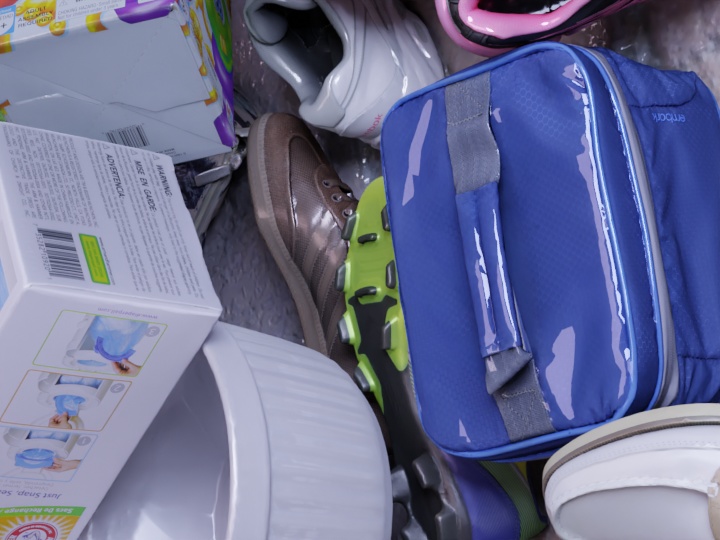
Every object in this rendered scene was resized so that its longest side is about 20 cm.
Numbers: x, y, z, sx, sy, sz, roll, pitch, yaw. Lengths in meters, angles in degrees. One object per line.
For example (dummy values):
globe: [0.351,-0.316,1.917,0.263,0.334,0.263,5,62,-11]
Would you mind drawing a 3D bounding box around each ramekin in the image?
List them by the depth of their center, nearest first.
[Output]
ramekin: [-0.070,0.123,0.919,0.200,0.104,0.202,-21,65,53]

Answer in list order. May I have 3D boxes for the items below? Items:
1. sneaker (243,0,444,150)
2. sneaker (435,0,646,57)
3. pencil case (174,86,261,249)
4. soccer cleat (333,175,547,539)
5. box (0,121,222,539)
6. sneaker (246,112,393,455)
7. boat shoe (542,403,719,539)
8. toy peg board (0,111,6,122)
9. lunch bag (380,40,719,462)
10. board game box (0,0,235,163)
sneaker: [-0.027,-0.159,0.991,0.078,0.099,0.201,-42,61,34]
sneaker: [0.123,-0.151,0.815,0.199,0.095,0.080,-27,93,11]
pencil case: [-0.125,-0.019,1.095,0.089,0.077,0.201,45,118,47]
soccer cleat: [0.043,0.049,0.931,0.065,0.083,0.202,-27,74,57]
box: [-0.165,0.042,0.896,0.201,0.101,0.113,-56,41,33]
sneaker: [0.000,0.000,0.996,0.075,0.070,0.202,-22,79,21]
boat shoe: [0.171,0.102,0.757,0.198,0.075,0.069,-4,49,17]
toy peg board: [-0.214,-0.017,1.035,0.097,0.201,0.200,22,131,6]
lunch bag: [0.091,0.001,0.852,0.135,0.132,0.202,-19,75,41]
board game box: [-0.129,-0.158,0.946,0.104,0.103,0.201,-12,50,8]
